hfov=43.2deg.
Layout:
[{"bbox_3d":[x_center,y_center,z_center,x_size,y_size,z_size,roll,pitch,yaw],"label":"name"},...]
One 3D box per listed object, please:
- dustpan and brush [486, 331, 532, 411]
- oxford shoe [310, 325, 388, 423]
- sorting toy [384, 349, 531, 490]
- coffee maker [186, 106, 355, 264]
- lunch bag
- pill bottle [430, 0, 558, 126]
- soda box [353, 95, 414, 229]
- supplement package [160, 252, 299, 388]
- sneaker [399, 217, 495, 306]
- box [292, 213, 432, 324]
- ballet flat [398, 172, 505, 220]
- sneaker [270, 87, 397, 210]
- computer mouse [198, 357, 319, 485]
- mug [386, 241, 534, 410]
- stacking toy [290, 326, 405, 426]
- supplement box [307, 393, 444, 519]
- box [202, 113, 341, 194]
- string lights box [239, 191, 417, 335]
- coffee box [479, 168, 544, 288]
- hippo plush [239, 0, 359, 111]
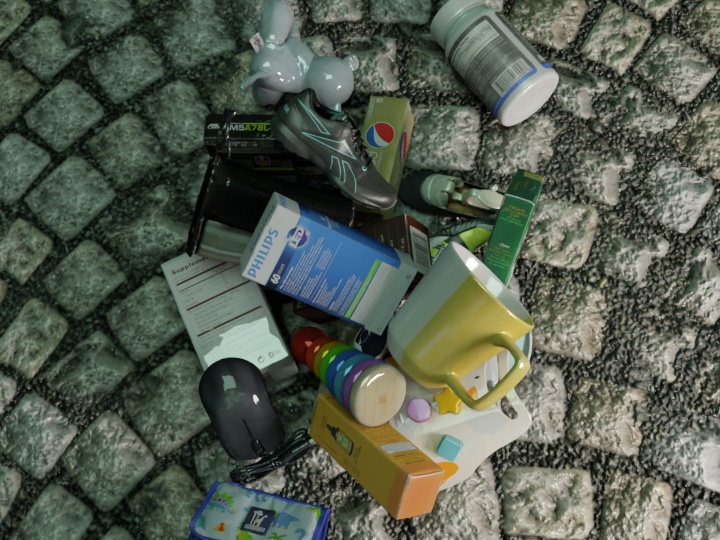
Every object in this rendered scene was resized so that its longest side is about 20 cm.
[{"bbox_3d":[0.182,0.151,1.277,0.139,0.057,0.201,-5,71,0],"label":"dustpan and brush"},{"bbox_3d":[-0.012,0.139,1.282,0.070,0.074,0.201,26,75,8],"label":"oxford shoe"},{"bbox_3d":[0.130,0.176,1.222,0.179,0.107,0.201,-22,70,16],"label":"sorting toy"},{"bbox_3d":[-0.111,-0.081,1.196,0.199,0.193,0.135,15,34,-15],"label":"coffee maker"},{"bbox_3d":[-0.143,0.385,1.181,0.169,0.128,0.201,12,59,9],"label":"lunch bag"},{"bbox_3d":[0.205,-0.334,1.419,0.113,0.114,0.200,-34,72,-9],"label":"pill bottle"},{"bbox_3d":[0.029,-0.162,1.381,0.064,0.068,0.201,7,68,15],"label":"soda box"},{"bbox_3d":[-0.184,0.070,1.290,0.117,0.117,0.201,-25,71,-4],"label":"supplement package"},{"bbox_3d":[0.118,-0.014,1.336,0.199,0.075,0.077,-26,80,7],"label":"sneaker"},{"bbox_3d":[0.000,0.000,1.286,0.199,0.075,0.101,-18,65,29],"label":"box"},{"bbox_3d":[0.153,-0.112,1.367,0.199,0.073,0.073,18,72,9],"label":"ballet flat"},{"bbox_3d":[-0.023,-0.157,1.199,0.200,0.075,0.079,37,110,-15],"label":"sneaker"},{"bbox_3d":[-0.143,0.203,1.208,0.138,0.201,0.053,-27,29,-3],"label":"computer mouse"},{"bbox_3d":[0.115,0.074,1.135,0.149,0.187,0.153,42,103,-14],"label":"mug"},{"bbox_3d":[-0.029,0.132,1.220,0.085,0.085,0.200,-47,38,-13],"label":"stacking toy"},{"bbox_3d":[0.016,0.233,1.170,0.200,0.069,0.067,34,115,42],"label":"supplement box"},{"bbox_3d":[-0.115,-0.162,1.330,0.199,0.193,0.048,1,71,3],"label":"box"},{"bbox_3d":[-0.040,-0.007,1.145,0.199,0.059,0.103,25,106,-17],"label":"string lights box"},{"bbox_3d":[0.198,-0.031,1.256,0.044,0.201,0.123,20,29,10],"label":"coffee box"},{"bbox_3d":[-0.082,-0.324,1.397,0.160,0.200,0.160,13,93,-1],"label":"hippo plush"}]
